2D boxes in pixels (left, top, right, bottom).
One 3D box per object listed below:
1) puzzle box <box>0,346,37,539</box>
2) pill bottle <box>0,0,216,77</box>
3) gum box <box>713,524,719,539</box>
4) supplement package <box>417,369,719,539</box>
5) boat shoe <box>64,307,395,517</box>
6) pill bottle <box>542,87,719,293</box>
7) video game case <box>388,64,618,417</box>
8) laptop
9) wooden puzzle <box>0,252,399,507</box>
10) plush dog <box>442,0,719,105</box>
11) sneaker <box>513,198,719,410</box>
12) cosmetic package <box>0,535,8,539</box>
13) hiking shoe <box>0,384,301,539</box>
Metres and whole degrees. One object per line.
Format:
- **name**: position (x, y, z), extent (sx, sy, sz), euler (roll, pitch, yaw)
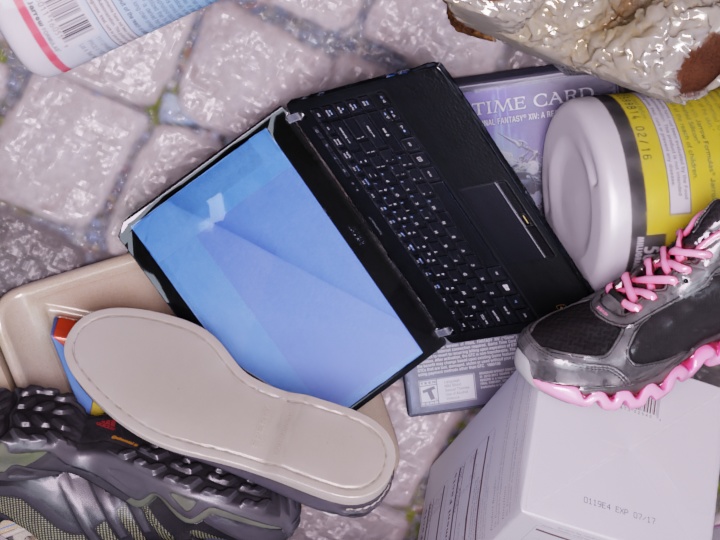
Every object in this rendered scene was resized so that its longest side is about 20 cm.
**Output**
- **puzzle box**: position (-0.254, 0.115, 1.504), extent (0.132, 0.025, 0.201), euler (-19, 112, 4)
- **pill bottle**: position (-0.104, -0.189, 1.349), extent (0.199, 0.109, 0.109), euler (-24, 112, 5)
- **gum box**: position (0.264, 0.214, 1.559), extent (0.198, 0.066, 0.114), euler (-9, 111, -1)
- **supplement package**: position (0.112, 0.137, 1.442), extent (0.113, 0.110, 0.200), euler (18, 150, -11)
- **boat shoe**: position (-0.075, 0.086, 1.421), extent (0.199, 0.063, 0.073), euler (23, 65, 10)
- **pill bottle**: position (0.210, -0.048, 1.420), extent (0.198, 0.111, 0.112), euler (-6, 113, -14)
- **video game case**: position (0.086, -0.017, 1.480), extent (0.142, 0.019, 0.202), euler (-8, 111, -1)
- **laptop**: position (0.000, 0.000, 1.397), extent (0.199, 0.103, 0.178), euler (-10, 123, 48)
- **wooden puzzle**: position (-0.093, 0.073, 1.488), extent (0.199, 0.046, 0.186), euler (-18, 112, 3)
- **plush dog**: position (0.116, -0.201, 1.363), extent (0.199, 0.160, 0.173), euler (20, 91, -27)
- **sneaker**: position (0.170, 0.007, 1.336), extent (0.199, 0.079, 0.096), euler (-16, 124, -17)
- **cosmetic package**: position (-0.239, 0.193, 1.496), extent (0.199, 0.051, 0.083), euler (32, 107, -16)
- **hiking shoe**: position (-0.133, 0.132, 1.462), extent (0.198, 0.076, 0.101), euler (15, 124, 2)
